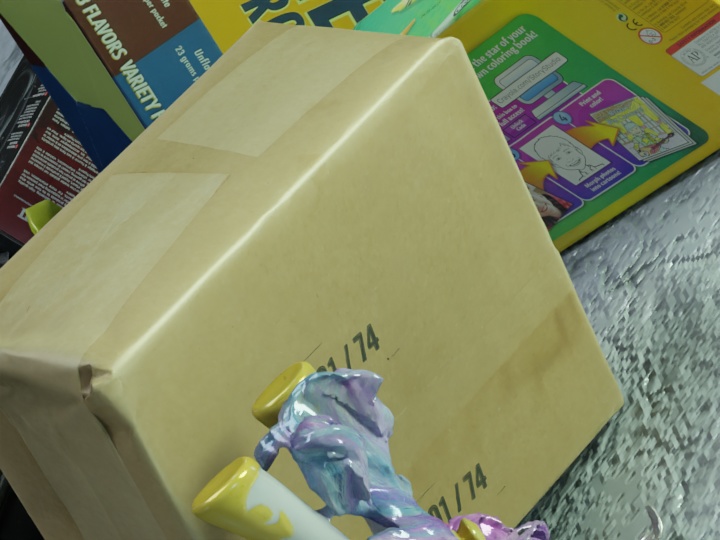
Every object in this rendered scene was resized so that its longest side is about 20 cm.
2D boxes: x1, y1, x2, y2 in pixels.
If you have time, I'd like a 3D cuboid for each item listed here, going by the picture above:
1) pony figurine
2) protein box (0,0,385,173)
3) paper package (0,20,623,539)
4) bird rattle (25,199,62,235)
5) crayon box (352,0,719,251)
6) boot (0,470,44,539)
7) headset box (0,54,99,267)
[{"bbox_3d":[0.023,0.129,0.944,0.193,0.200,0.167,-43,11,-4],"label":"pony figurine"},{"bbox_3d":[-0.055,-0.138,1.485,0.200,0.135,0.198,-36,15,-11],"label":"protein box"},{"bbox_3d":[-0.025,0.039,1.054,0.103,0.191,0.200,9,45,44],"label":"paper package"},{"bbox_3d":[-0.106,0.020,1.540,0.163,0.113,0.200,-35,28,14],"label":"bird rattle"},{"bbox_3d":[0.086,-0.087,1.175,0.200,0.119,0.058,-34,30,50],"label":"crayon box"},{"bbox_3d":[-0.097,0.119,1.259,0.212,0.157,0.079,-62,8,-3],"label":"boot"},{"bbox_3d":[-0.205,-0.081,1.972,0.201,0.077,0.149,-64,19,-13],"label":"headset box"}]
